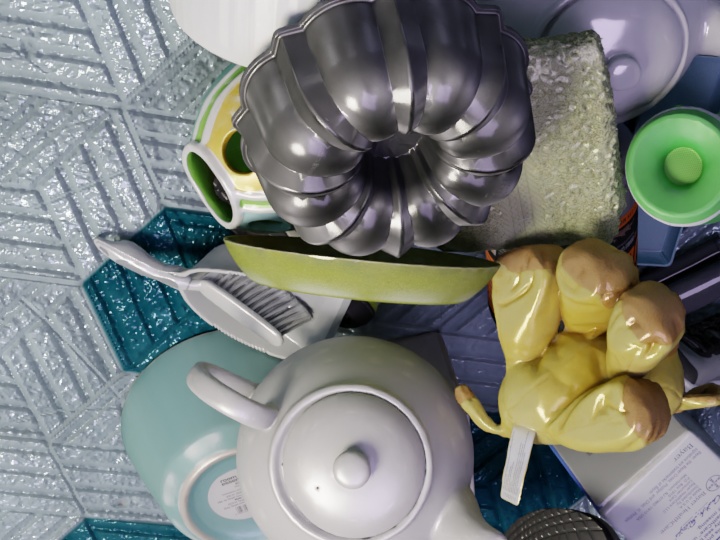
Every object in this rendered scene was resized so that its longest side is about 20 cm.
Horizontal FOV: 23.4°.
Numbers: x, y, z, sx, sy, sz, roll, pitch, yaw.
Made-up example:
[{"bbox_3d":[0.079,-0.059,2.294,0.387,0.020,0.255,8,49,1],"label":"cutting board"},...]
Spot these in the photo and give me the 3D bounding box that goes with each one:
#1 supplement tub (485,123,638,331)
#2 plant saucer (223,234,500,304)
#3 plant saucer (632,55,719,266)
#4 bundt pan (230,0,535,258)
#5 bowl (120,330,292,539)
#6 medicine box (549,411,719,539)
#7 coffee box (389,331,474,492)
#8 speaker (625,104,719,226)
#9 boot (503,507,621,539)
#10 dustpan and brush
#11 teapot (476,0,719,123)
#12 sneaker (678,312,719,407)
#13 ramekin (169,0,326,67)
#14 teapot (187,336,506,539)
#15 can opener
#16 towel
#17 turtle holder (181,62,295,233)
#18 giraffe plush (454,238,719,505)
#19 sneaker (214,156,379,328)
[{"bbox_3d":[0.160,-0.019,1.384,0.122,0.123,0.201,-10,128,-5],"label":"supplement tub"},{"bbox_3d":[0.000,0.000,1.241,0.199,0.200,0.031,4,95,-14],"label":"plant saucer"},{"bbox_3d":[0.245,-0.090,1.416,0.069,0.019,0.201,2,126,-14],"label":"plant saucer"},{"bbox_3d":[0.021,-0.083,1.109,0.201,0.076,0.202,-8,139,-7],"label":"bundt pan"},{"bbox_3d":[-0.099,0.159,1.469,0.200,0.105,0.202,-6,127,-9],"label":"bowl"},{"bbox_3d":[0.257,0.173,1.497,0.103,0.182,0.200,-43,123,6],"label":"medicine box"},{"bbox_3d":[0.051,0.170,1.503,0.079,0.113,0.201,-10,128,-5],"label":"coffee box"},{"bbox_3d":[0.249,-0.076,1.295,0.088,0.200,0.089,1,93,16],"label":"speaker"},{"bbox_3d":[0.178,0.236,1.449,0.131,0.070,0.200,3,165,-34],"label":"boot"},{"bbox_3d":[-0.115,0.013,1.377,0.199,0.057,0.140,33,153,4],"label":"dustpan and brush"},{"bbox_3d":[0.164,-0.175,1.258,0.200,0.146,0.197,-40,123,18],"label":"teapot"},{"bbox_3d":[0.291,0.067,1.483,0.200,0.074,0.080,13,113,-55],"label":"sneaker"},{"bbox_3d":[-0.036,-0.210,1.154,0.199,0.201,0.098,0,125,-12],"label":"ramekin"},{"bbox_3d":[-0.009,0.141,1.313,0.199,0.146,0.199,-16,88,3],"label":"teapot"},{"bbox_3d":[0.308,0.006,1.476,0.199,0.053,0.067,-24,127,6],"label":"can opener"},{"bbox_3d":[0.112,-0.083,1.220,0.147,0.037,0.201,-7,138,6],"label":"towel"},{"bbox_3d":[-0.048,-0.091,1.226,0.131,0.185,0.141,-33,110,-17],"label":"turtle holder"},{"bbox_3d":[0.188,0.074,1.295,0.162,0.172,0.201,-3,124,-47],"label":"giraffe plush"},{"bbox_3d":[-0.043,-0.041,1.373,0.200,0.072,0.083,49,66,-26],"label":"sneaker"}]
